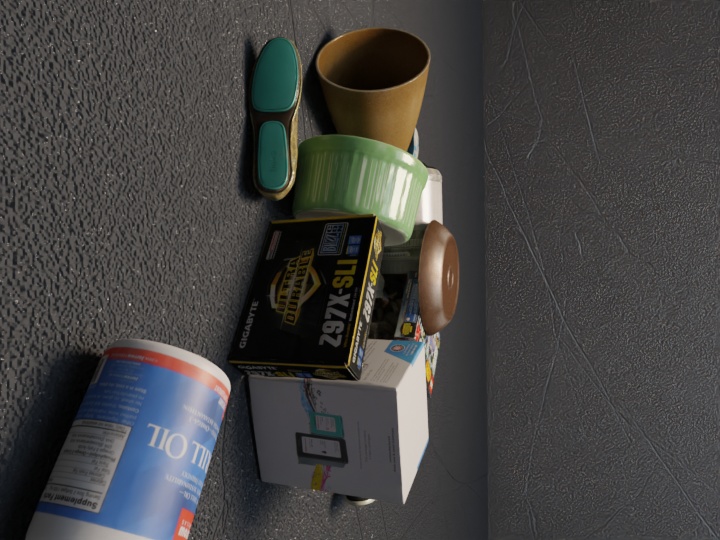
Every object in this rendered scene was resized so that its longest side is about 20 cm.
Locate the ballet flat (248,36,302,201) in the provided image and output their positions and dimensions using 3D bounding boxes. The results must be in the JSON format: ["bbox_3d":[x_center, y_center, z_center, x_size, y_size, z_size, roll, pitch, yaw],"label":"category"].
[{"bbox_3d":[-0.108,-0.189,0.708,0.070,0.069,0.207,17,72,-68],"label":"ballet flat"}]

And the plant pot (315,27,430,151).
[{"bbox_3d":[0.026,-0.270,0.941,0.203,0.180,0.190,83,18,-50],"label":"plant pot"}]

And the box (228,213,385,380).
[{"bbox_3d":[-0.060,0.029,0.680,0.050,0.155,0.205,60,36,-52],"label":"box"}]

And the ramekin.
[{"bbox_3d":[-0.005,-0.106,0.796,0.200,0.194,0.101,33,67,-66],"label":"ramekin"}]

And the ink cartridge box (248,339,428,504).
[{"bbox_3d":[-0.022,0.182,0.721,0.146,0.194,0.151,-36,124,-65],"label":"ink cartridge box"}]

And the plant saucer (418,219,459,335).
[{"bbox_3d":[0.145,0.013,0.983,0.199,0.036,0.207,2,90,-69],"label":"plant saucer"}]

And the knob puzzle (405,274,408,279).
[{"bbox_3d":[0.108,-0.035,1.240,0.219,0.029,0.227,179,-90,-81],"label":"knob puzzle"}]

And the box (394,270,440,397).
[{"bbox_3d":[0.109,0.120,1.007,0.202,0.039,0.140,70,29,-48],"label":"box"}]

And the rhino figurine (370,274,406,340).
[{"bbox_3d":[0.058,0.087,1.010,0.089,0.058,0.201,65,26,-16],"label":"rhino figurine"}]

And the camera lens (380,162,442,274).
[{"bbox_3d":[0.082,-0.101,1.076,0.159,0.155,0.207,-9,98,-69],"label":"camera lens"}]

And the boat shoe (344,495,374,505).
[{"bbox_3d":[0.015,0.348,0.999,0.199,0.072,0.068,-21,106,-69],"label":"boat shoe"}]

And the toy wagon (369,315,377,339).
[{"bbox_3d":[-0.006,0.157,0.954,0.157,0.039,0.202,56,36,-28],"label":"toy wagon"}]

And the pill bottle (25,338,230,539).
[{"bbox_3d":[-0.177,0.167,0.420,0.113,0.109,0.205,59,36,-53],"label":"pill bottle"}]

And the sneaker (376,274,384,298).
[{"bbox_3d":[0.000,0.000,0.949,0.199,0.074,0.083,8,93,-71],"label":"sneaker"}]

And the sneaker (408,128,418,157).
[{"bbox_3d":[0.097,-0.255,1.248,0.082,0.074,0.203,71,29,-45],"label":"sneaker"}]

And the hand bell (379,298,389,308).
[{"bbox_3d":[0.048,0.074,1.120,0.199,0.102,0.107,34,57,-51],"label":"hand bell"}]
